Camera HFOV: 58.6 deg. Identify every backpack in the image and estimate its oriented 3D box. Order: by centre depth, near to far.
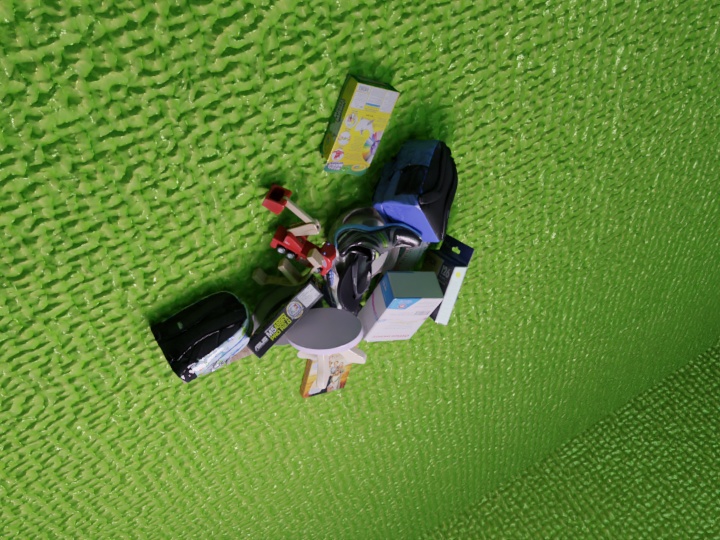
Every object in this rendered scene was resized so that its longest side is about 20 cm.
[{"bbox_3d":[-0.334,0.137,1.425,0.200,0.163,0.154,-42,150,-5],"label":"backpack"},{"bbox_3d":[0.124,-0.194,1.437,0.163,0.165,0.203,55,51,-53],"label":"backpack"}]

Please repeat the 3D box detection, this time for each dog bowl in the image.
[{"bbox_3d":[0.002,-0.057,1.513,0.197,0.058,0.205,-15,115,-35],"label":"dog bowl"}]

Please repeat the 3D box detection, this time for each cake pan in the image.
[{"bbox_3d":[-0.176,0.111,1.599,0.197,0.037,0.203,-21,138,-20],"label":"cake pan"}]

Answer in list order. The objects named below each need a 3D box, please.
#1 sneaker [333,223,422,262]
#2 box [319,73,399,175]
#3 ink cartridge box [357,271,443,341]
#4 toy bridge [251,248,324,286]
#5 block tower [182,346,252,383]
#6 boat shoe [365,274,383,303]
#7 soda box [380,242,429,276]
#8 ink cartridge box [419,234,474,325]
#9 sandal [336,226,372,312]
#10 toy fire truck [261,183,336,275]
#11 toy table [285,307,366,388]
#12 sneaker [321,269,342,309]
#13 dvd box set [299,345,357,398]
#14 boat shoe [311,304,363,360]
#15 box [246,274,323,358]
[{"bbox_3d":[0.040,-0.056,1.407,0.195,0.084,0.071,-2,156,-8],"label":"sneaker"},{"bbox_3d":[-0.007,-0.295,1.332,0.116,0.048,0.203,1,125,-38],"label":"box"},{"bbox_3d":[0.096,0.092,1.612,0.142,0.086,0.201,1,144,-27],"label":"ink cartridge box"},{"bbox_3d":[-0.156,0.004,1.424,0.197,0.028,0.067,-17,129,37],"label":"toy bridge"},{"bbox_3d":[-0.343,0.197,1.539,0.197,0.058,0.055,-24,140,-18],"label":"block tower"},{"bbox_3d":[0.041,0.095,1.731,0.064,0.071,0.203,10,112,-36],"label":"boat shoe"},{"bbox_3d":[0.124,-0.067,1.638,0.068,0.064,0.202,12,120,-43],"label":"soda box"},{"bbox_3d":[0.206,0.014,1.658,0.046,0.198,0.204,15,100,-17],"label":"ink cartridge box"},{"bbox_3d":[0.000,-0.001,1.464,0.075,0.043,0.204,12,99,-42],"label":"sandal"},{"bbox_3d":[-0.129,-0.083,1.376,0.197,0.049,0.141,29,139,-8],"label":"toy fire truck"},{"bbox_3d":[-0.080,0.179,1.565,0.185,0.196,0.118,-58,147,-35],"label":"toy table"},{"bbox_3d":[-0.046,0.037,1.600,0.084,0.077,0.202,-26,140,-20],"label":"sneaker"},{"bbox_3d":[-0.089,0.273,1.826,0.144,0.030,0.203,-9,133,-31],"label":"dvd box set"},{"bbox_3d":[-0.076,0.149,1.699,0.200,0.072,0.071,-45,133,-8],"label":"boat shoe"},{"bbox_3d":[-0.166,0.099,1.450,0.200,0.160,0.044,-45,97,2],"label":"box"}]
